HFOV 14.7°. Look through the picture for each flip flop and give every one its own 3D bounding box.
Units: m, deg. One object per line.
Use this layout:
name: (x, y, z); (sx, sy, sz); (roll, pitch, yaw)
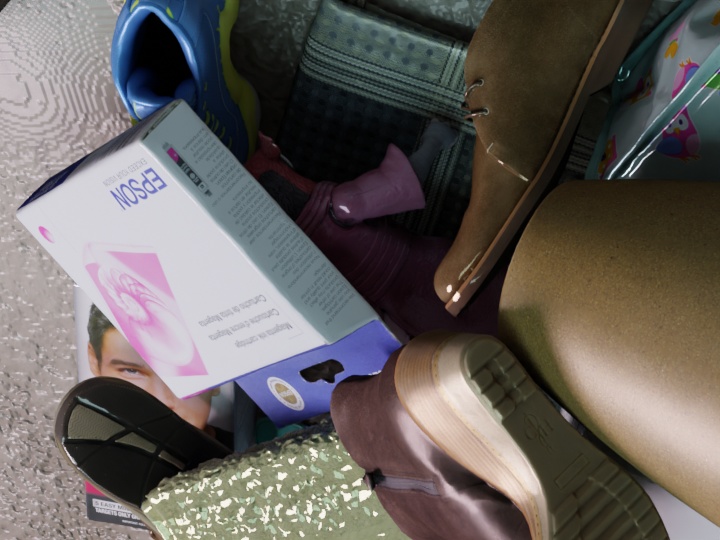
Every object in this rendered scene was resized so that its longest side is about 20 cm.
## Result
flip flop: (-0.106, 0.134, 1.661); (0.200, 0.081, 0.058); (41, 169, -22)

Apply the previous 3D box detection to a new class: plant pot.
plant pot: (0.173, 0.032, 1.334); (0.199, 0.186, 0.187); (22, 136, 22)

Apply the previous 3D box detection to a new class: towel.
towel: (0.051, -0.053, 1.554); (0.199, 0.035, 0.193); (20, 130, 2)
towel: (-0.017, 0.153, 1.583); (0.199, 0.037, 0.149); (-21, 111, 31)

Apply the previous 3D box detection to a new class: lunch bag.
lunch bag: (0.236, -0.086, 1.398); (0.170, 0.122, 0.200); (32, 130, -10)

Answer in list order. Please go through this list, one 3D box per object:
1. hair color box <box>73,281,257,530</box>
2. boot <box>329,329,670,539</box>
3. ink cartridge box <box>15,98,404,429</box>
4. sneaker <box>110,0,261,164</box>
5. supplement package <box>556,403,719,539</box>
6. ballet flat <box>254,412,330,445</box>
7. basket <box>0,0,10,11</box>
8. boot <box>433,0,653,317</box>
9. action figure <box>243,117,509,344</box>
hair color box: (-0.116, 0.071, 1.691); (0.099, 0.061, 0.201); (9, 132, 9)
boot: (0.071, 0.122, 1.395); (0.200, 0.072, 0.166); (59, 155, -1)
ink cartridge box: (-0.079, 0.013, 1.510); (0.200, 0.043, 0.196); (49, 153, -9)
sneaker: (-0.104, -0.093, 1.511); (0.075, 0.105, 0.201); (5, 131, 13)
supplement package: (0.182, 0.101, 1.494); (0.151, 0.200, 0.151); (12, 132, 1)
ballet flat: (0.018, 0.126, 1.669); (0.200, 0.064, 0.076); (27, 129, 46)
basket: (-0.246, -0.178, 1.468); (0.200, 0.136, 0.180); (-31, 111, 32)
boot: (0.077, -0.074, 1.441); (0.075, 0.201, 0.074); (27, 176, 0)
action figure: (0.000, 0.000, 1.503); (0.200, 0.149, 0.134); (33, 137, -27)
